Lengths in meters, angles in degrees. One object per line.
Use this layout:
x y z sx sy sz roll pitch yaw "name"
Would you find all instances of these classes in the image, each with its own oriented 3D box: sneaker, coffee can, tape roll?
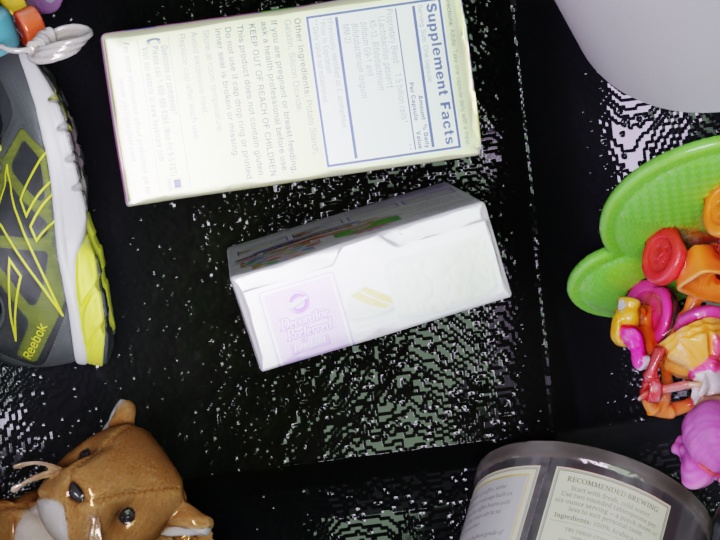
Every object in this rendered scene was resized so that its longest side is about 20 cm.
-0.202 -0.034 1.467 0.084 0.074 0.201 -12 95 -2 "sneaker"
0.111 0.221 1.430 0.146 0.146 0.201 22 61 -5 "coffee can"
0.193 -0.209 1.403 0.202 0.139 0.203 -12 58 19 "tape roll"

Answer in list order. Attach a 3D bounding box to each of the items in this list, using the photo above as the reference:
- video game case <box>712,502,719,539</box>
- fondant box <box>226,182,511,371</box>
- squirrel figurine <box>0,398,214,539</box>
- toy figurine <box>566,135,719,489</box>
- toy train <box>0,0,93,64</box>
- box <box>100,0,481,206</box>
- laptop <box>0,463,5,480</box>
0.206 0.209 1.477 0.017 0.143 0.201 23 92 -2 "video game case"
0.000 0.000 1.420 0.144 0.200 0.059 -17 95 -2 "fondant box"
-0.162 0.161 1.418 0.187 0.200 0.142 -47 64 17 "squirrel figurine"
0.207 0.051 1.413 0.150 0.200 0.185 17 51 -33 "toy figurine"
-0.181 -0.169 1.414 0.150 0.200 0.056 -11 110 21 "toy train"
-0.043 -0.102 1.421 0.199 0.176 0.097 -8 95 -3 "box"
-0.255 0.029 1.393 0.116 0.200 0.188 -25 96 16 "laptop"
